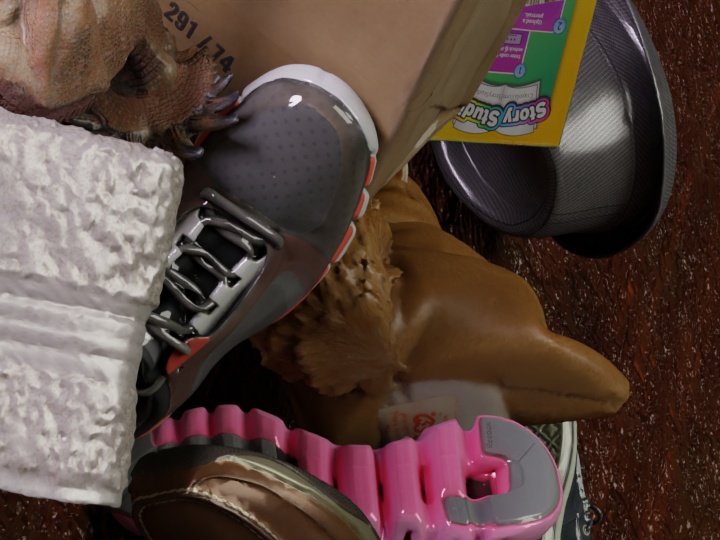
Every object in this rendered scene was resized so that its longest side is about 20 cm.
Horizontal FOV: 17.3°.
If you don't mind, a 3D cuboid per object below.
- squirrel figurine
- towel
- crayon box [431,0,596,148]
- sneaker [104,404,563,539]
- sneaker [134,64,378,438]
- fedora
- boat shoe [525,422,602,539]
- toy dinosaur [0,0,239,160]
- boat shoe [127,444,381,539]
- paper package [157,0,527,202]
[{"bbox_3d":[0.000,0.000,1.113,0.200,0.141,0.187,35,24,-34],"label":"squirrel figurine"},{"bbox_3d":[-0.161,0.000,0.808,0.199,0.034,0.134,13,85,-22],"label":"towel"},{"bbox_3d":[0.020,-0.127,1.143,0.199,0.058,0.120,1,111,-35],"label":"crayon box"},{"bbox_3d":[-0.014,0.114,1.040,0.096,0.198,0.079,100,-7,-53],"label":"sneaker"},{"bbox_3d":[-0.064,0.009,0.944,0.077,0.200,0.082,37,21,-3],"label":"sneaker"},{"bbox_3d":[0.095,-0.095,1.375,0.090,0.177,0.201,-14,67,-30],"label":"fedora"},{"bbox_3d":[0.093,0.140,1.314,0.062,0.074,0.202,22,63,-63],"label":"boat shoe"},{"bbox_3d":[-0.110,-0.087,0.881,0.200,0.085,0.137,-23,115,-53],"label":"toy dinosaur"},{"bbox_3d":[-0.021,0.144,0.932,0.200,0.075,0.074,48,40,-38],"label":"boat shoe"},{"bbox_3d":[-0.026,-0.156,0.961,0.200,0.191,0.103,38,50,8],"label":"paper package"}]
